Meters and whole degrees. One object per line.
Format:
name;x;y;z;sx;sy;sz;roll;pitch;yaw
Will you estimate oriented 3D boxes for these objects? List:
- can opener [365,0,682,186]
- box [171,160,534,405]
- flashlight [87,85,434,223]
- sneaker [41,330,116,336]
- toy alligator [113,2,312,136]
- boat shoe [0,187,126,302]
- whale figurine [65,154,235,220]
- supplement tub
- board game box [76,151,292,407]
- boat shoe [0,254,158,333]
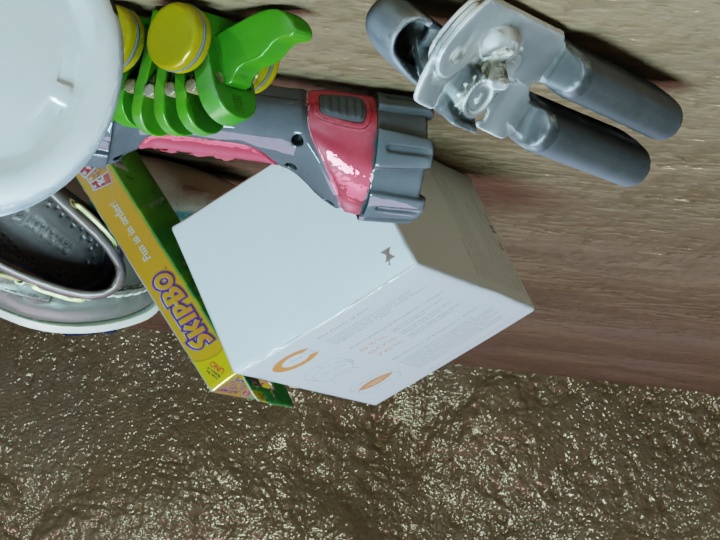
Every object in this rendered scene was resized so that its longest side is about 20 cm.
can opener;0.071;-0.085;1.063;0.067;0.054;0.200;40;-167;28
box;0.000;0.000;1.427;0.124;0.098;0.200;-31;162;16
flashlight;-0.065;-0.067;1.236;0.198;0.068;0.068;6;178;-8
sneaker;-0.223;-0.012;1.752;0.070;0.109;0.200;2;173;31
toy alligator;-0.104;-0.088;1.113;0.199;0.055;0.059;2;173;37
boat shoe;-0.219;-0.045;1.385;0.199;0.072;0.059;34;178;-21
whale figurine;-0.130;-0.017;1.624;0.199;0.105;0.159;9;173;-29
supplement tub;-0.179;-0.076;0.975;0.122;0.124;0.200;9;173;-24
board game box;-0.108;-0.001;1.423;0.030;0.201;0.096;-37;168;7
boat shoe;-0.211;-0.015;1.458;0.200;0.072;0.060;12;142;-7
